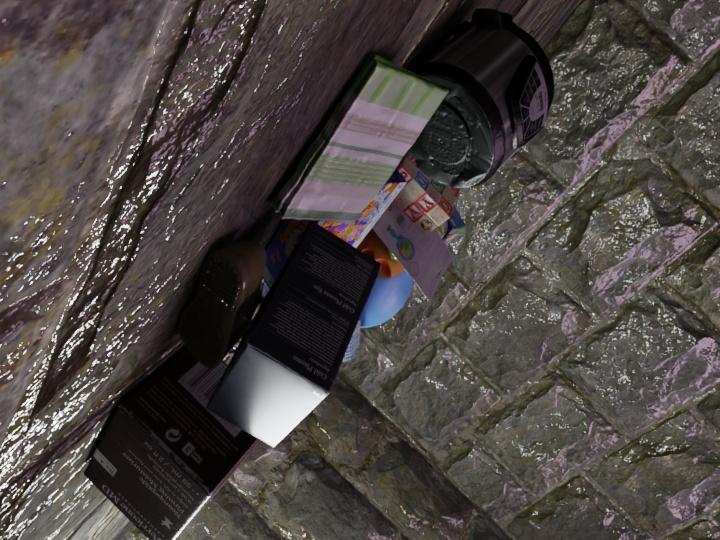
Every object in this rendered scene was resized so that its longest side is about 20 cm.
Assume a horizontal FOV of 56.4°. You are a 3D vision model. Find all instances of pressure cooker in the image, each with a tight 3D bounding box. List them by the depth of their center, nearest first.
[{"bbox_3d":[0.159,-0.233,0.898,0.200,0.179,0.176,-43,179,-33],"label":"pressure cooker"}]

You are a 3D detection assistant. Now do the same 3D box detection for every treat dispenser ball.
[{"bbox_3d":[0.000,0.000,1.213,0.201,0.200,0.201,-47,177,-3],"label":"treat dispenser ball"}]

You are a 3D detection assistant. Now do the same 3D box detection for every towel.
[{"bbox_3d":[-0.001,-0.137,0.745,0.148,0.031,0.201,-3,136,-54],"label":"towel"}]

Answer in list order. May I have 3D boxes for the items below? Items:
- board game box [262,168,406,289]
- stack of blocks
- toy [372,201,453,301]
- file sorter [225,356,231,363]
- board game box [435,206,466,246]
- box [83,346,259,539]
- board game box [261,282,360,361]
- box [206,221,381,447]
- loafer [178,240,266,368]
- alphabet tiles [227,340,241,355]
[{"bbox_3d":[-0.042,-0.063,0.917,0.133,0.045,0.201,-11,147,-50],"label":"board game box"},{"bbox_3d":[0.114,-0.169,1.128,0.058,0.115,0.202,-34,-160,39],"label":"stack of blocks"},{"bbox_3d":[0.069,-0.057,1.125,0.047,0.201,0.116,-13,-147,45],"label":"toy"},{"bbox_3d":[-0.205,0.199,1.464,0.201,0.124,0.139,-49,177,0],"label":"file sorter"},{"bbox_3d":[0.102,-0.123,1.237,0.034,0.203,0.136,-11,154,-36],"label":"board game box"},{"bbox_3d":[-0.251,0.242,0.938,0.201,0.165,0.164,-51,176,38],"label":"box"},{"bbox_3d":[-0.092,0.060,1.125,0.062,0.199,0.201,-46,162,-20],"label":"board game box"},{"bbox_3d":[-0.082,0.081,0.805,0.200,0.103,0.184,-51,-167,51],"label":"box"},{"bbox_3d":[-0.149,0.041,0.754,0.067,0.076,0.201,-35,168,-42],"label":"loafer"},{"bbox_3d":[-0.216,0.182,1.113,0.164,0.008,0.201,14,131,-34],"label":"alphabet tiles"}]
